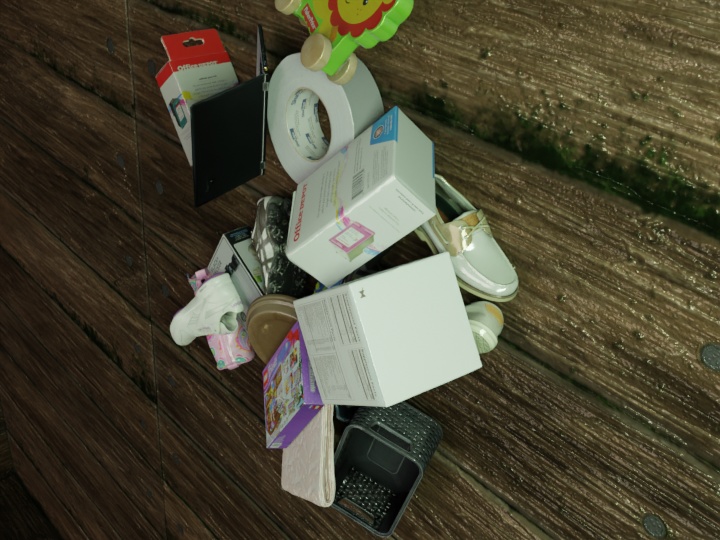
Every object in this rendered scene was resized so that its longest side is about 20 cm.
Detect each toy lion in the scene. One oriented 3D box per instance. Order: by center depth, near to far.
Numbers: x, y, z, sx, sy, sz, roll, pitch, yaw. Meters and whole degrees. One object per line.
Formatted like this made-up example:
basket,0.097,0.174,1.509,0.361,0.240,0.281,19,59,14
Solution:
toy lion,-0.011,-0.355,1.010,0.192,0.068,0.202,-45,51,26

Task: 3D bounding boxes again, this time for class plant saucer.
plant saucer,-0.114,0.125,1.347,0.196,0.030,0.203,17,135,17

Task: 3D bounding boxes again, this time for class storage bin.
storage bin,0.031,0.303,1.239,0.133,0.094,0.203,29,128,11

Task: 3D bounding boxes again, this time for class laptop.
laptop,-0.198,-0.233,1.188,0.189,0.113,0.203,101,162,-48

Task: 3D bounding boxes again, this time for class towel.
towel,-0.083,0.270,1.279,0.199,0.032,0.196,161,113,-67

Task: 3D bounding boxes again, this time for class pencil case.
pencil case,-0.272,0.089,1.539,0.087,0.087,0.204,-6,103,50

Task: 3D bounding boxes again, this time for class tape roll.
tape roll,-0.053,-0.218,1.151,0.198,0.065,0.204,26,126,41

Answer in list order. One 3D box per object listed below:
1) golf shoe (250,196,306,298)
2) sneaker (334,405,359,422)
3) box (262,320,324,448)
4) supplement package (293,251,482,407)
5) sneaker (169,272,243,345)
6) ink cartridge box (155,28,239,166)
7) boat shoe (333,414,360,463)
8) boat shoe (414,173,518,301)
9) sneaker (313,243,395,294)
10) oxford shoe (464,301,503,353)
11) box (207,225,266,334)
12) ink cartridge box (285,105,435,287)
golf shoe,-0.143,-0.030,1.349,0.094,0.076,0.205,25,117,50
sneaker,-0.014,0.159,1.242,0.073,0.085,0.203,7,131,10
box,-0.111,0.188,1.276,0.201,0.038,0.139,127,142,-52
supplement package,0.029,0.081,1.034,0.199,0.149,0.154,-18,89,64
sneaker,-0.284,0.094,1.451,0.100,0.074,0.200,53,128,10
ink cartridge box,-0.262,-0.291,1.322,0.067,0.115,0.204,-22,90,52
boat shoe,-0.059,0.294,1.399,0.197,0.072,0.074,9,114,40
boat shoe,0.129,-0.045,1.009,0.200,0.074,0.069,46,142,27
sneaker,0.000,0.001,1.195,0.201,0.081,0.072,-53,31,32
oxford shoe,0.133,0.077,1.083,0.075,0.058,0.199,43,159,-15
box,-0.194,0.035,1.441,0.202,0.059,0.117,56,140,15
ink cartridge box,0.000,-0.093,1.034,0.198,0.147,0.084,-32,126,32
